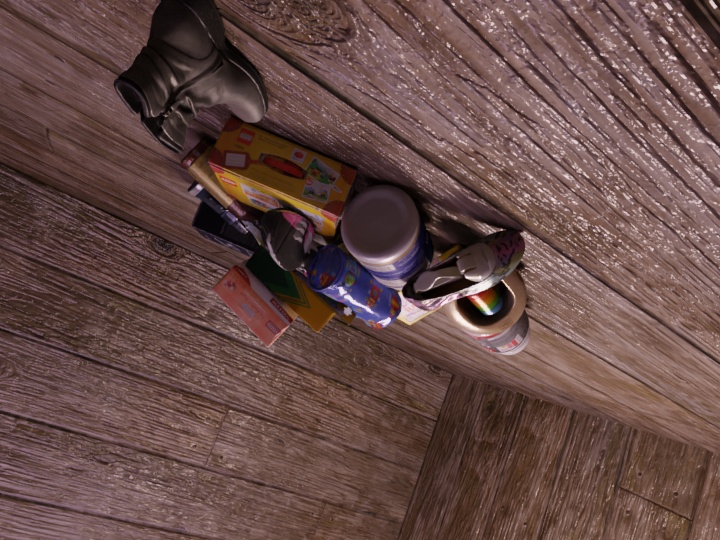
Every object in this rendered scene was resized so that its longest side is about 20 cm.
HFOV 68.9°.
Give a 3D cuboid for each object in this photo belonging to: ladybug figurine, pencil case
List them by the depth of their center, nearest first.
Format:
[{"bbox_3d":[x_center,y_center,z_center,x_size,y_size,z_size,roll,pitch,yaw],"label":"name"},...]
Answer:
[{"bbox_3d":[0.199,0.031,0.872,0.200,0.135,0.072,45,-164,-36],"label":"ladybug figurine"},{"bbox_3d":[-0.008,0.031,0.877,0.086,0.079,0.199,16,166,40],"label":"pencil case"}]

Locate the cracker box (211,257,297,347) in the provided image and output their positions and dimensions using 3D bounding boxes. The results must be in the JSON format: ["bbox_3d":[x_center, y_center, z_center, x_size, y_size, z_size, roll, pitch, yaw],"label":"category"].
[{"bbox_3d":[-0.168,0.043,0.941,0.134,0.058,0.200,47,-169,-4],"label":"cracker box"}]

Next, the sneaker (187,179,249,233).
[{"bbox_3d":[-0.256,-0.139,1.018,0.145,0.077,0.202,37,175,-16],"label":"sneaker"}]

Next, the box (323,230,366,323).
[{"bbox_3d":[0.000,0.000,0.970,0.050,0.075,0.202,47,165,53],"label":"box"}]

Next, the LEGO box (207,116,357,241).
[{"bbox_3d":[-0.112,-0.132,0.797,0.197,0.078,0.149,23,169,0],"label":"LEGO box"}]

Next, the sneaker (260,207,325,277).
[{"bbox_3d":[-0.119,-0.044,0.831,0.086,0.081,0.200,29,168,21],"label":"sneaker"}]

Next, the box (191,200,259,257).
[{"bbox_3d":[-0.260,-0.096,1.187,0.197,0.106,0.148,24,173,-4],"label":"box"}]

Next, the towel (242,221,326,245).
[{"bbox_3d":[-0.112,-0.061,1.014,0.197,0.049,0.172,1,144,24],"label":"towel"}]

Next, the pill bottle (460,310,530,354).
[{"bbox_3d":[0.268,0.098,1.038,0.114,0.118,0.200,14,166,36],"label":"pill bottle"}]

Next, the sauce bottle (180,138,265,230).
[{"bbox_3d":[-0.214,-0.134,0.902,0.200,0.066,0.066,46,160,-22],"label":"sauce bottle"}]

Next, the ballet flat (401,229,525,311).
[{"bbox_3d":[0.139,0.004,0.751,0.199,0.070,0.071,-31,155,35],"label":"ballet flat"}]

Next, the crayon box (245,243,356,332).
[{"bbox_3d":[-0.097,0.033,0.928,0.200,0.052,0.126,42,-169,2],"label":"crayon box"}]

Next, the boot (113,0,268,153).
[{"bbox_3d":[-0.172,-0.178,0.545,0.067,0.133,0.200,19,169,16],"label":"boot"}]

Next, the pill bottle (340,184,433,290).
[{"bbox_3d":[0.052,-0.039,0.813,0.114,0.117,0.200,18,169,22],"label":"pill bottle"}]

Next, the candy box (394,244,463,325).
[{"bbox_3d":[0.130,0.032,0.952,0.102,0.027,0.199,31,130,-33],"label":"candy box"}]

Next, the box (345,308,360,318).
[{"bbox_3d":[-0.025,0.059,1.103,0.196,0.049,0.122,12,158,-9],"label":"box"}]
